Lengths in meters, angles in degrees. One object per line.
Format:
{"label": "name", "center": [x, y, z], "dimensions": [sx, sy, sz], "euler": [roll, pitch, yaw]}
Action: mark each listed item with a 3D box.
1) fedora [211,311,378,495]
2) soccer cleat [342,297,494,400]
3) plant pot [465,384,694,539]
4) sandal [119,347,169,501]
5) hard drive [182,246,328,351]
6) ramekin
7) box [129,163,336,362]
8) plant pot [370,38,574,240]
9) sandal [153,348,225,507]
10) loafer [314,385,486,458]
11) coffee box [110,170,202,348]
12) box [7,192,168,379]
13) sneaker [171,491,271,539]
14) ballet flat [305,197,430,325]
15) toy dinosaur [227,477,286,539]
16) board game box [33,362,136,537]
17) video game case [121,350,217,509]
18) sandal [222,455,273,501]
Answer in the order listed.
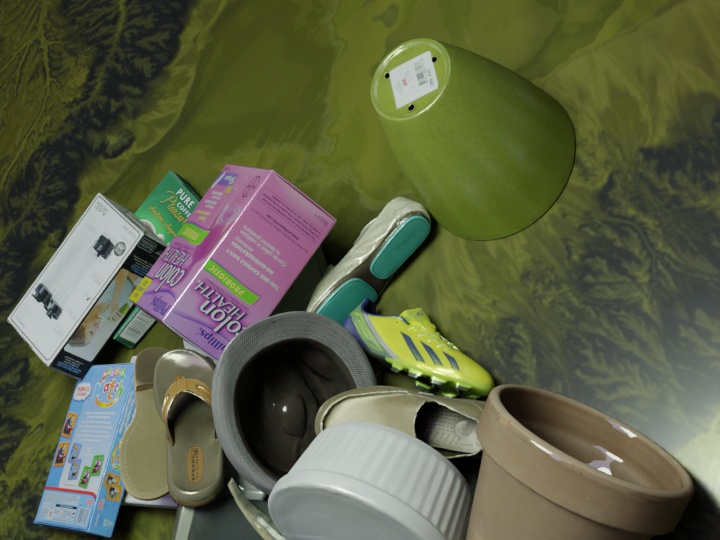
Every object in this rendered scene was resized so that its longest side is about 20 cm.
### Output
{"label": "fedora", "center": [-0.072, 0.142, 1.432], "dimensions": [0.177, 0.090, 0.200], "euler": [-25, 95, -13]}
{"label": "soccer cleat", "center": [0.061, 0.079, 1.426], "dimensions": [0.200, 0.065, 0.084], "euler": [18, 72, 38]}
{"label": "plant pot", "center": [0.173, 0.223, 1.220], "dimensions": [0.200, 0.200, 0.175], "euler": [35, 107, 39]}
{"label": "sandal", "center": [-0.230, 0.187, 1.507], "dimensions": [0.212, 0.077, 0.070], "euler": [-96, 16, -44]}
{"label": "hard drive", "center": [-0.128, 0.032, 1.599], "dimensions": [0.200, 0.026, 0.132], "euler": [-32, 54, 18]}
{"label": "ramekin", "center": [0.018, 0.230, 1.304], "dimensions": [0.202, 0.202, 0.094], "euler": [3, 48, 35]}
{"label": "box", "center": [-0.146, -0.010, 1.499], "dimensions": [0.200, 0.097, 0.176], "euler": [-55, 21, -6]}
{"label": "plant pot", "center": [0.101, -0.157, 1.422], "dimensions": [0.187, 0.200, 0.187], "euler": [-15, 60, 28]}
{"label": "sandal", "center": [-0.183, 0.158, 1.446], "dimensions": [0.080, 0.054, 0.200], "euler": [-11, 49, 0]}
{"label": "loafer", "center": [0.049, 0.153, 1.353], "dimensions": [0.200, 0.067, 0.076], "euler": [-2, 85, 10]}
{"label": "coffee box", "center": [-0.262, -0.014, 1.699], "dimensions": [0.200, 0.044, 0.123], "euler": [-51, 50, 4]}
{"label": "box", "center": [-0.335, 0.019, 1.665], "dimensions": [0.117, 0.060, 0.200], "euler": [37, 92, 39]}
{"label": "sneaker", "center": [-0.157, 0.335, 1.448], "dimensions": [0.075, 0.106, 0.200], "euler": [-116, 38, -74]}
{"label": "ballet flat", "center": [0.000, 0.000, 1.508], "dimensions": [0.200, 0.067, 0.062], "euler": [-46, 41, 0]}
{"label": "toy dinosaur", "center": [-0.077, 0.309, 1.399], "dimensions": [0.200, 0.047, 0.088], "euler": [35, 93, 13]}
{"label": "board game box", "center": [-0.315, 0.210, 1.603], "dimensions": [0.151, 0.037, 0.200], "euler": [-8, 64, 53]}
{"label": "video game case", "center": [-0.230, 0.183, 1.565], "dimensions": [0.200, 0.024, 0.182], "euler": [-8, 64, 49]}
{"label": "sandal", "center": [-0.115, 0.189, 1.503], "dimensions": [0.082, 0.050, 0.203], "euler": [19, 87, 22]}
